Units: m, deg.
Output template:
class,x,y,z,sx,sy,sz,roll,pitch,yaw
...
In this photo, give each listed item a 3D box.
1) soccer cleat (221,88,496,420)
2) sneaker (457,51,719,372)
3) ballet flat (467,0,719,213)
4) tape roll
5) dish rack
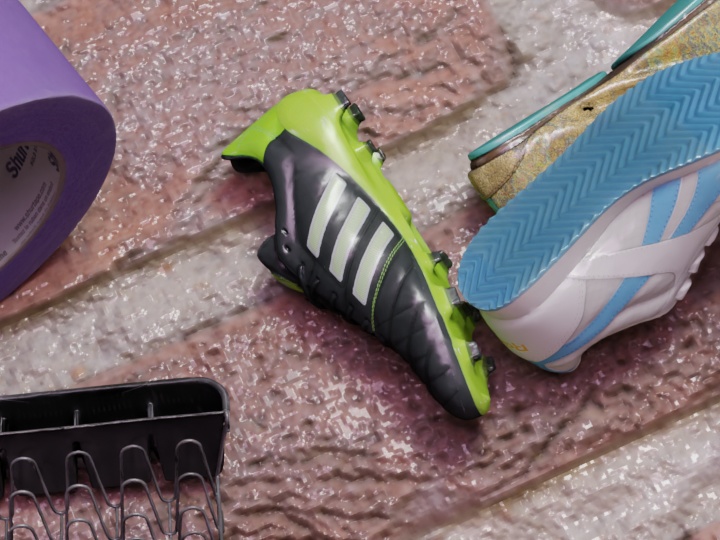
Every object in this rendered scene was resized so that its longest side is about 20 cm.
class,x,y,z,sx,sy,sz,roll,pitch,yaw
soccer cleat,0.000,0.000,1.472,0.081,0.068,0.200,-32,68,7
sneaker,0.144,-0.032,1.446,0.200,0.081,0.077,-38,40,5
ballet flat,0.145,-0.087,1.505,0.200,0.071,0.071,-37,71,-14
tape roll,-0.223,-0.044,1.414,0.200,0.200,0.085,-37,71,-13
dish rack,-0.132,0.140,1.377,0.153,0.055,0.200,-7,40,0
